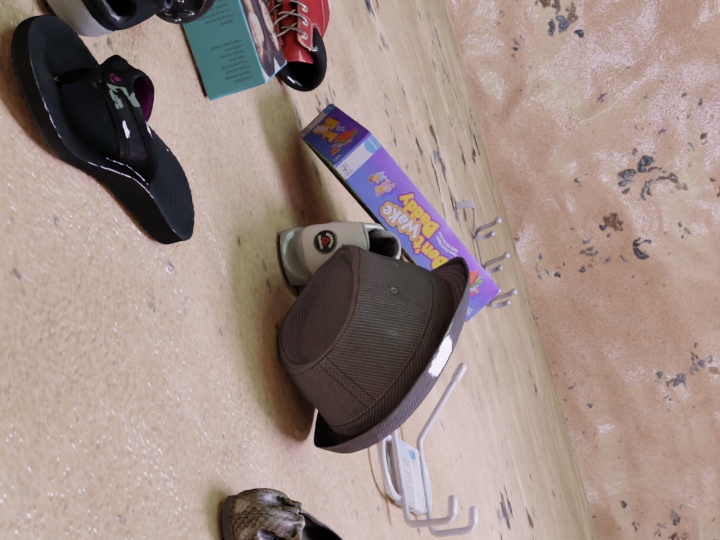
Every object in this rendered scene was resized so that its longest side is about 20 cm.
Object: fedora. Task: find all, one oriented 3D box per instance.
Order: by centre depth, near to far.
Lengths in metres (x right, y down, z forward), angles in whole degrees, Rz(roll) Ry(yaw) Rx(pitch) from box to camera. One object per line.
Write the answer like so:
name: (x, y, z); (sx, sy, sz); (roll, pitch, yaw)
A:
fedora: (-0.001, 0.043, 0.938); (0.090, 0.177, 0.201); (39, 32, -17)

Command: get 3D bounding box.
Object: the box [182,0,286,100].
box: (-0.115, -0.236, 0.910); (0.082, 0.049, 0.202); (-69, 142, -69)

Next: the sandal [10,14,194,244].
sandal: (-0.129, -0.081, 0.681); (0.201, 0.047, 0.076); (52, 27, -63)

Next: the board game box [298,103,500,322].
board game box: (0.035, -0.056, 1.131); (0.200, 0.045, 0.135); (48, 0, -24)

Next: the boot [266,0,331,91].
boot: (-0.070, -0.267, 1.102); (0.145, 0.071, 0.201); (-89, 164, -44)

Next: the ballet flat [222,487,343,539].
ballet flat: (-0.034, 0.187, 0.809); (0.200, 0.046, 0.068); (56, 24, -57)

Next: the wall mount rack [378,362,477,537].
wall mount rack: (0.071, 0.171, 1.213); (0.200, 0.074, 0.176); (47, 35, -68)

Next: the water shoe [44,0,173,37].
water shoe: (-0.155, -0.231, 0.658); (0.072, 0.078, 0.202); (-76, 150, -65)

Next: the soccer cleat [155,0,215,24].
soccer cleat: (-0.153, -0.248, 0.755); (0.201, 0.068, 0.073); (61, -5, -38)

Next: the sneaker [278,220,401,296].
sneaker: (0.000, 0.000, 1.077); (0.200, 0.087, 0.075); (31, 44, -74)

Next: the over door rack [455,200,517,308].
over door rack: (0.226, -0.027, 2.139); (0.200, 0.066, 0.150); (43, 34, -68)

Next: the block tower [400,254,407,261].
block tower: (0.022, 0.042, 1.198); (0.201, 0.053, 0.058); (-89, 161, -47)
